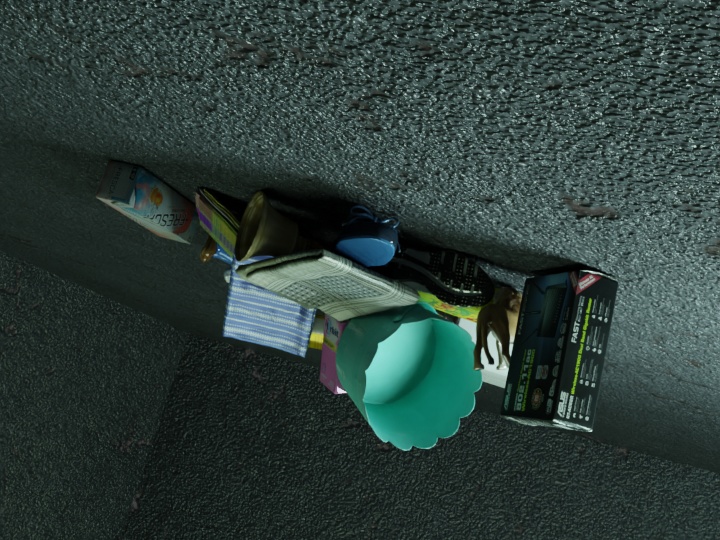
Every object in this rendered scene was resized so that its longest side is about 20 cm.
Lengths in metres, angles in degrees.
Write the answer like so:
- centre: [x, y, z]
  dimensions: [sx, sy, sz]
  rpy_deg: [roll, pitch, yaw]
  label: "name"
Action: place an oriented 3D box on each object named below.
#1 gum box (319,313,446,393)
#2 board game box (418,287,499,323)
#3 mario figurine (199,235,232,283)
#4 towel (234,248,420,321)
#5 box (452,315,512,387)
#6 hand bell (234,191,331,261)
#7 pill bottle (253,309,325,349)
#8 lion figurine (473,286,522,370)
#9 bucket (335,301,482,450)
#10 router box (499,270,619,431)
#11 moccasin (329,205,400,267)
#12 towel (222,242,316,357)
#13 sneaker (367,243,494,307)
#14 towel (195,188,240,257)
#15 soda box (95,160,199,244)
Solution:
- centre: [0.041, 0.124, 1.651]
  dimensions: [0.198, 0.115, 0.066]
  rpy_deg: [-1, -165, -26]
  label: "gum box"
- centre: [0.147, 0.038, 1.653]
  dimensions: [0.198, 0.048, 0.102]
  rpy_deg: [20, 169, -10]
  label: "board game box"
- centre: [-0.206, 0.013, 1.936]
  dimensions: [0.198, 0.107, 0.124]
  rpy_deg: [26, -157, -5]
  label: "mario figurine"
- centre: [-0.050, 0.024, 1.475]
  dimensions: [0.191, 0.035, 0.199]
  rpy_deg: [24, 158, -39]
  label: "towel"
- centre: [0.231, 0.136, 1.855]
  dimensions: [0.150, 0.108, 0.200]
  rpy_deg: [18, 170, 3]
  label: "box"
- centre: [-0.072, -0.032, 1.521]
  dimensions: [0.198, 0.105, 0.104]
  rpy_deg: [20, 170, -22]
  label: "hand bell"
- centre: [-0.075, 0.074, 1.711]
  dimensions: [0.197, 0.106, 0.104]
  rpy_deg: [11, 169, 1]
  label: "pill bottle"
- centre: [0.204, 0.080, 1.511]
  dimensions: [0.072, 0.124, 0.200]
  rpy_deg: [-5, 174, 16]
  label: "lion figurine"
- centre: [0.068, 0.144, 1.551]
  dimensions: [0.206, 0.209, 0.135]
  rpy_deg: [23, -173, -29]
  label: "bucket"
- centre: [0.259, 0.105, 1.383]
  dimensions: [0.061, 0.203, 0.150]
  rpy_deg: [16, 170, -16]
  label: "router box"
- centre: [0.001, -0.049, 1.408]
  dimensions: [0.080, 0.069, 0.200]
  rpy_deg: [29, 166, -17]
  label: "moccasin"
- centre: [-0.136, 0.047, 1.617]
  dimensions: [0.143, 0.024, 0.202]
  rpy_deg: [14, 129, 0]
  label: "towel"
- centre: [0.105, 0.002, 1.519]
  dimensions: [0.198, 0.075, 0.080]
  rpy_deg: [20, -178, 21]
  label: "sneaker"
- centre: [-0.207, -0.056, 1.674]
  dimensions: [0.144, 0.023, 0.200]
  rpy_deg: [45, 167, 3]
  label: "towel"
- centre: [-0.333, -0.106, 1.671]
  dimensions: [0.068, 0.064, 0.200]
  rpy_deg: [13, 169, 23]
  label: "soda box"
